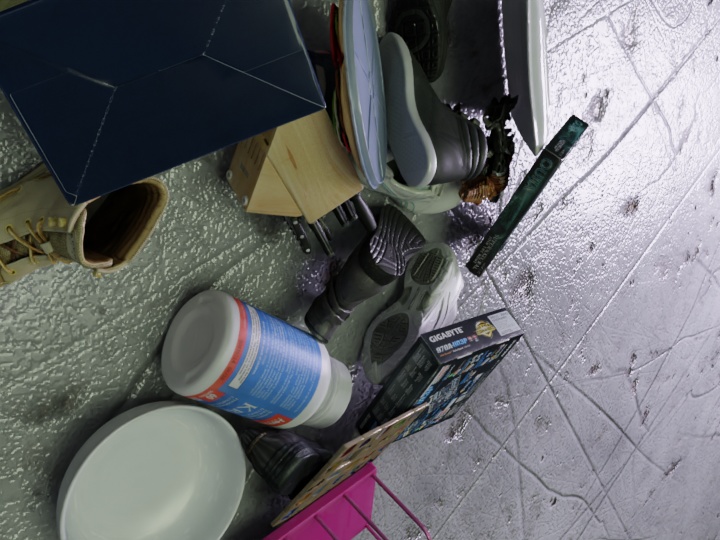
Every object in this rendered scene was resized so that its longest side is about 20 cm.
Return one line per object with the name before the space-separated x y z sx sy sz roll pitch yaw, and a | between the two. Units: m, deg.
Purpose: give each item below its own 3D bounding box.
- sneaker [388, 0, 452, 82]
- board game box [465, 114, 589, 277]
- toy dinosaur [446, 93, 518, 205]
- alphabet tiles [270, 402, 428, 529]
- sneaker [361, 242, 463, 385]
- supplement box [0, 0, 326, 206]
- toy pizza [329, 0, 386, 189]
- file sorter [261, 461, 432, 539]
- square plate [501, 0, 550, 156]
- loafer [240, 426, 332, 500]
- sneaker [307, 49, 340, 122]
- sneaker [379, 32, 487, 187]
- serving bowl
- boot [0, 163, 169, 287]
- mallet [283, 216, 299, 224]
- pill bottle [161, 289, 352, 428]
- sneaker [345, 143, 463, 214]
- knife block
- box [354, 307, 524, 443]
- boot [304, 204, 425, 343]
sneaker | 0.079 -0.316 0.885 0.091 0.076 0.201 -33 127 -40
board game box | 0.212 -0.094 0.997 0.135 0.028 0.200 -45 168 -50
toy dinosaur | 0.157 -0.139 0.964 0.102 0.200 0.136 -14 115 5
alphabet tiles | -0.020 0.240 0.933 0.167 0.008 0.200 -14 148 -53
sneaker | 0.080 0.070 1.008 0.200 0.078 0.099 -56 136 -9
supplement box | -0.153 -0.179 0.598 0.199 0.200 0.135 -21 121 -2
toy pizza | -0.003 -0.179 0.764 0.200 0.032 0.201 -4 90 -80
file sorter | -0.026 0.368 0.952 0.200 0.125 0.139 -29 142 -31
square plate | 0.199 -0.261 0.939 0.028 0.200 0.199 -7 115 5
loafer | -0.082 0.213 0.891 0.073 0.072 0.200 -48 163 -13
sneaker | -0.066 -0.208 0.795 0.085 0.075 0.200 -56 141 -10
sneaker | 0.077 -0.176 0.872 0.099 0.071 0.201 2 60 -33
serving bowl | -0.220 0.223 0.805 0.200 0.066 0.201 -14 112 -37
boot | -0.261 -0.022 0.629 0.200 0.155 0.073 -40 126 -24
mallet | -0.119 -0.118 0.804 0.066 0.041 0.200 -40 130 -23
pill bottle | -0.102 0.106 0.836 0.200 0.112 0.113 30 84 -41
sneaker | 0.067 -0.106 0.936 0.200 0.080 0.071 11 95 -43
knife block | -0.036 -0.109 0.791 0.175 0.064 0.200 1 128 -35
box | 0.100 0.140 0.994 0.159 0.046 0.200 -13 146 -39
boot | 0.000 0.000 0.914 0.132 0.070 0.200 -45 179 25
